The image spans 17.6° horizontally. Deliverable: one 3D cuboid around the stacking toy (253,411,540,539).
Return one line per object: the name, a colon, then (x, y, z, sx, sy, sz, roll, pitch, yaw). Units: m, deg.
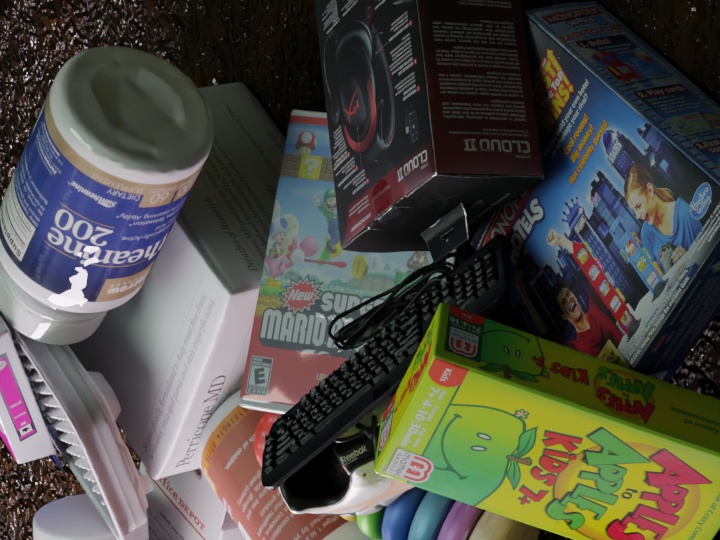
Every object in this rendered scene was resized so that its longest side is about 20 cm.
stacking toy: (0.017, 0.141, 1.524, 0.199, 0.085, 0.086, 27, 122, 24)

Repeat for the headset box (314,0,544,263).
headset box: (0.038, -0.108, 1.400, 0.149, 0.074, 0.202, 142, 125, -61)

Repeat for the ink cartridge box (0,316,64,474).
ink cartridge box: (-0.265, 0.071, 1.676, 0.095, 0.037, 0.201, 52, 166, 32)

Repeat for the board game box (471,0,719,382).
board game box: (0.147, -0.049, 1.366, 0.201, 0.061, 0.201, 59, 141, 28)

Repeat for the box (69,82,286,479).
box: (-0.117, 0.005, 1.682, 0.200, 0.130, 0.200, 54, 138, 30)

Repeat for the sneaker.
sneaker: (0.032, 0.102, 1.423, 0.199, 0.080, 0.074, -35, 75, 29)

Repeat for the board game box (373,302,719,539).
board game box: (0.119, 0.099, 1.341, 0.048, 0.198, 0.102, -80, 12, -50)

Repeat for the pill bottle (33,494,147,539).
pill bottle: (-0.200, 0.278, 1.758, 0.112, 0.111, 0.202, 21, 117, 49)

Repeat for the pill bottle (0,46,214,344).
pill bottle: (-0.179, -0.043, 1.548, 0.111, 0.110, 0.201, 58, 139, 26)

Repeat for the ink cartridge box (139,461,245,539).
ink cartridge box: (-0.120, 0.202, 1.792, 0.116, 0.067, 0.201, 43, 132, 38)

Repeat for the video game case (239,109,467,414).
video game case: (0.000, 0.000, 1.517, 0.142, 0.017, 0.202, 7, 84, 30)

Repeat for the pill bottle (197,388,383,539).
pill bottle: (-0.022, 0.174, 1.614, 0.200, 0.111, 0.113, 54, 137, 31)

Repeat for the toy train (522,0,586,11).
toy train: (0.076, -0.149, 1.458, 0.200, 0.034, 0.046, -37, 66, 51)

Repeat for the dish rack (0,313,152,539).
dish rack: (-0.212, 0.088, 1.675, 0.200, 0.043, 0.172, 51, 163, 39)

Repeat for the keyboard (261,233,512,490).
keyboard: (0.007, 0.044, 1.406, 0.200, 0.104, 0.040, -40, 105, 17)
